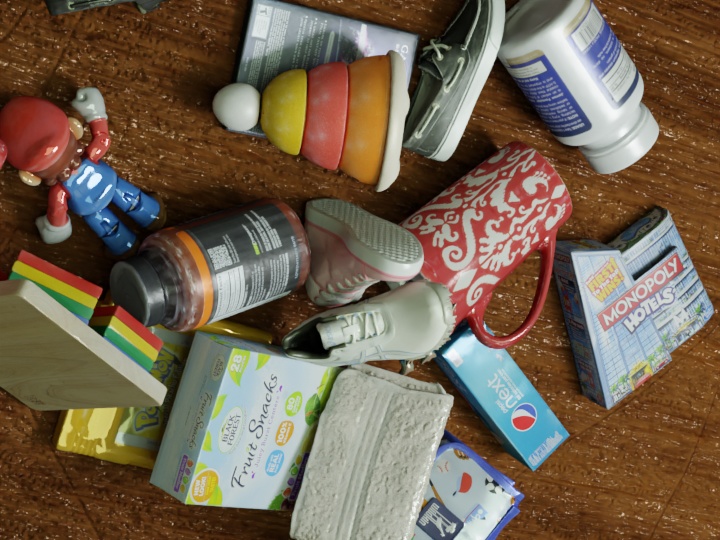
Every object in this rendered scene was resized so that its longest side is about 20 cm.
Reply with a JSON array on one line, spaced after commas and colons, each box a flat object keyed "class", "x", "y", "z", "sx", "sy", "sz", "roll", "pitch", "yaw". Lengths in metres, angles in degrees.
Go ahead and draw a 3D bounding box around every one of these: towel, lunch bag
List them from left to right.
[{"class": "towel", "x": 0.012, "y": 0.204, "z": 1.671, "sx": 0.131, "sy": 0.034, "sz": 0.202, "roll": 14, "pitch": 81, "yaw": 16}, {"class": "lunch bag", "x": 0.063, "y": 0.255, "z": 1.732, "sx": 0.170, "sy": 0.200, "sz": 0.124, "roll": -51, "pitch": 140, "yaw": -3}]

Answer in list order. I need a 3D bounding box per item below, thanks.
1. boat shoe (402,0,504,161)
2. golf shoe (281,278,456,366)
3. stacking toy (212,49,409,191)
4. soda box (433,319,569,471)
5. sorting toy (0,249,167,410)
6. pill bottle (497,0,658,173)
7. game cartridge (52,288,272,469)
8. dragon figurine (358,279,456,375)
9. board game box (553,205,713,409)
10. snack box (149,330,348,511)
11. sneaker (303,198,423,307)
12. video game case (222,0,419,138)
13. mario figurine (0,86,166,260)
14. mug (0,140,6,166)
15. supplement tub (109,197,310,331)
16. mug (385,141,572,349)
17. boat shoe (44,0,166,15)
[{"class": "boat shoe", "x": 0.098, "y": -0.221, "z": 1.720, "sx": 0.063, "sy": 0.071, "sz": 0.202, "roll": 16, "pitch": 97, "yaw": -27}, {"class": "golf shoe", "x": 0.006, "y": 0.064, "z": 1.608, "sx": 0.097, "sy": 0.199, "sz": 0.079, "roll": -9, "pitch": 81, "yaw": -49}, {"class": "stacking toy", "x": -0.054, "y": -0.164, "z": 1.636, "sx": 0.198, "sy": 0.146, "sz": 0.148, "roll": 6, "pitch": 100, "yaw": -5}, {"class": "soda box", "x": 0.155, "y": 0.136, "z": 1.830, "sx": 0.064, "sy": 0.068, "sz": 0.200, "roll": -42, "pitch": 115, "yaw": -9}, {"class": "sorting toy", "x": -0.310, "y": 0.055, "z": 1.533, "sx": 0.199, "sy": 0.199, "sz": 0.070, "roll": 44, "pitch": 55, "yaw": -38}, {"class": "pill bottle", "x": 0.245, "y": -0.211, "z": 1.761, "sx": 0.120, "sy": 0.120, "sz": 0.200, "roll": -43, "pitch": 115, "yaw": -9}, {"class": "game cartridge", "x": -0.209, "y": 0.126, "z": 1.685, "sx": 0.198, "sy": 0.032, "sz": 0.178, "roll": 15, "pitch": 95, "yaw": -28}, {"class": "dragon figurine", "x": 0.044, "y": 0.050, "z": 1.690, "sx": 0.059, "sy": 0.200, "sz": 0.100, "roll": -30, "pitch": 78, "yaw": -15}, {"class": "board game box", "x": 0.315, "y": 0.023, "z": 1.879, "sx": 0.199, "sy": 0.062, "sz": 0.201, "roll": -36, "pitch": 115, "yaw": -13}, {"class": "snack box", "x": -0.112, "y": 0.164, "z": 1.679, "sx": 0.199, "sy": 0.067, "sz": 0.170, "roll": 13, "pitch": 96, "yaw": -48}, {"class": "sneaker", "x": 0.000, "y": 0.000, "z": 1.661, "sx": 0.075, "sy": 0.200, "sz": 0.106, "roll": -4, "pitch": 110, "yaw": -30}, {"class": "video game case", "x": -0.041, "y": -0.203, "z": 1.691, "sx": 0.198, "sy": 0.019, "sz": 0.144, "roll": 9, "pitch": 99, "yaw": -27}, {"class": "mario figurine", "x": -0.288, "y": -0.104, "z": 1.587, "sx": 0.200, "sy": 0.105, "sz": 0.124, "roll": 48, "pitch": 45, "yaw": -36}, {"class": "mug", "x": -0.402, "y": -0.045, "z": 1.457, "sx": 0.176, "sy": 0.200, "sz": 0.135, "roll": -24, "pitch": 110, "yaw": -18}, {"class": "supplement tub", "x": -0.155, "y": -0.002, "z": 1.612, "sx": 0.199, "sy": 0.106, "sz": 0.108, "roll": -19, "pitch": 110, "yaw": -36}, {"class": "mug", "x": 0.137, "y": -0.025, "z": 1.756, "sx": 0.200, "sy": 0.133, "sz": 0.178, "roll": -40, "pitch": 114, "yaw": -16}, {"class": "boat shoe", "x": -0.220, "y": -0.289, "z": 1.567, "sx": 0.199, "sy": 0.072, "sz": 0.067, "roll": -9, "pitch": 115, "yaw": -21}]
